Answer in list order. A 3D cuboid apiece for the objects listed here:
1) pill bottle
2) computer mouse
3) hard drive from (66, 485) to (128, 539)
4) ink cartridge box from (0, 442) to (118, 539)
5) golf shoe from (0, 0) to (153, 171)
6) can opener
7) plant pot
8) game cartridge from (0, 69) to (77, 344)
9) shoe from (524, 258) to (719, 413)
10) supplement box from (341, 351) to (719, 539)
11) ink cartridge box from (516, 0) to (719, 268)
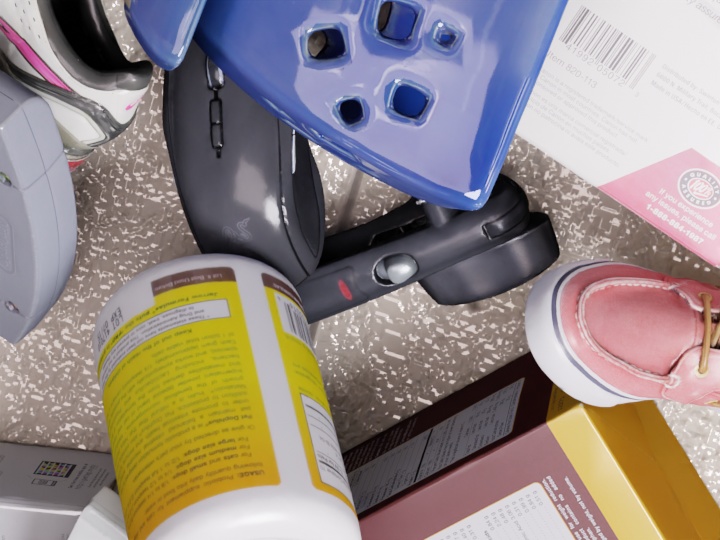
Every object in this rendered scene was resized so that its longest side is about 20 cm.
[{"bbox_3d":[-0.063,0.098,1.268,0.109,0.200,0.109,-9,142,-7],"label":"pill bottle"},{"bbox_3d":[-0.092,-0.083,1.326,0.140,0.046,0.201,-1,97,20],"label":"computer mouse"},{"bbox_3d":[-0.076,0.213,1.331,0.200,0.026,0.132,35,128,6],"label":"hard drive"},{"bbox_3d":[-0.219,0.198,1.443,0.175,0.084,0.201,6,108,7],"label":"ink cartridge box"},{"bbox_3d":[-0.172,-0.151,1.310,0.092,0.073,0.200,-35,88,35],"label":"golf shoe"},{"bbox_3d":[0.000,0.000,1.352,0.199,0.063,0.079,-19,104,15],"label":"can opener"},{"bbox_3d":[-0.002,-0.152,1.201,0.179,0.200,0.201,22,93,-6],"label":"plant pot"},{"bbox_3d":[-0.202,-0.047,1.315,0.133,0.041,0.200,37,152,16],"label":"game cartridge"},{"bbox_3d":[0.175,0.030,1.266,0.091,0.200,0.072,-16,68,44],"label":"shoe"},{"bbox_3d":[0.083,0.170,1.356,0.200,0.133,0.198,-29,101,17],"label":"supplement box"},{"bbox_3d":[0.174,-0.126,1.270,0.146,0.083,0.200,34,111,-2],"label":"ink cartridge box"}]
